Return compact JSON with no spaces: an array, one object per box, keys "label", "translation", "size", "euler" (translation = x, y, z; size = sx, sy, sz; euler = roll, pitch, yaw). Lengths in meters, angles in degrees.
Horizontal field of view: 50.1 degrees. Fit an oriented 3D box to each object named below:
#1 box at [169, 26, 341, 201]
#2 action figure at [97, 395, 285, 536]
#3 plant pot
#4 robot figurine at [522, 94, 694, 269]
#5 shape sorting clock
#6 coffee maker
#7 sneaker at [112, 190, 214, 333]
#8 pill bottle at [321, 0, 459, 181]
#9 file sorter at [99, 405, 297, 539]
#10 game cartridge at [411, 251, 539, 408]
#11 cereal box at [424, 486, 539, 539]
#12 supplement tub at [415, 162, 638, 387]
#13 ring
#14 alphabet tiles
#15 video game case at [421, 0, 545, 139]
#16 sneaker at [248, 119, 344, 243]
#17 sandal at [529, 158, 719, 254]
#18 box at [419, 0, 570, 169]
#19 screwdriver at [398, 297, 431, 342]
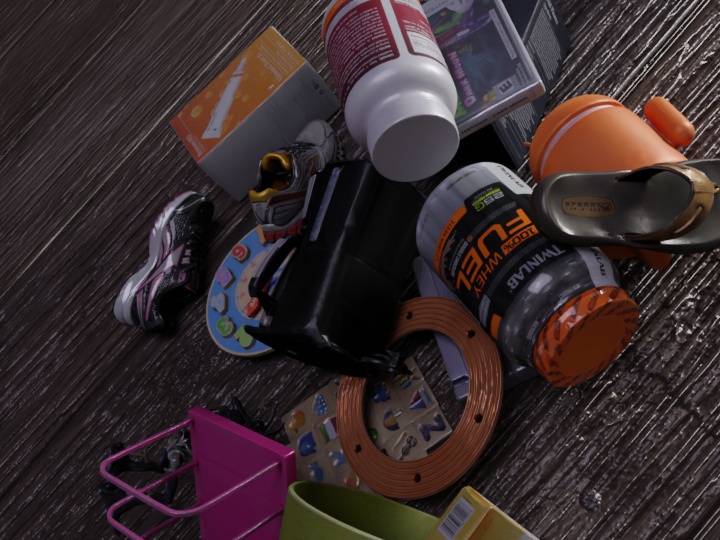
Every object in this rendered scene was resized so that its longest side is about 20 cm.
[{"label":"box","translation":[-0.147,-0.218,1.075],"size":[0.200,0.097,0.125],"euler":[-43,49,3]},{"label":"action figure","translation":[-0.174,0.208,0.833],"size":[0.198,0.103,0.119],"euler":[-17,41,-10]},{"label":"plant pot","translation":[-0.001,0.301,0.624],"size":[0.186,0.187,0.202],"euler":[13,82,37]},{"label":"robot figurine","translation":[0.241,-0.093,0.741],"size":[0.116,0.145,0.201],"euler":[-6,43,-26]},{"label":"shape sorting clock","translation":[-0.113,0.013,0.950],"size":[0.198,0.039,0.202],"euler":[-16,55,23]},{"label":"coffee maker","translation":[0.000,0.000,0.794],"size":[0.191,0.135,0.202],"euler":[13,73,25]},{"label":"sneaker","translation":[-0.240,-0.004,1.029],"size":[0.086,0.080,0.201],"euler":[21,83,27]},{"label":"pill bottle","translation":[0.031,-0.190,0.769],"size":[0.112,0.113,0.201],"euler":[-26,52,16]},{"label":"file sorter","translation":[-0.144,0.254,0.693],"size":[0.138,0.125,0.202],"euler":[13,112,39]},{"label":"game cartridge","translation":[0.130,0.027,0.792],"size":[0.129,0.038,0.201],"euler":[-25,52,12]},{"label":"cereal box","translation":[0.104,0.265,0.554],"size":[0.144,0.200,0.039],"euler":[-53,25,-6]},{"label":"supplement tub","translation":[0.146,0.001,0.696],"size":[0.122,0.123,0.200],"euler":[-41,49,3]},{"label":"ring","translation":[0.056,0.123,0.759],"size":[0.199,0.019,0.202],"euler":[-22,54,34]},{"label":"alphabet tiles","translation":[-0.006,0.183,0.799],"size":[0.199,0.006,0.167],"euler":[-36,50,8]},{"label":"video game case","translation":[0.085,-0.220,0.840],"size":[0.181,0.023,0.201],"euler":[-27,53,18]},{"label":"sneaker","translation":[-0.080,-0.130,0.975],"size":[0.077,0.082,0.201],"euler":[-4,44,26]},{"label":"sandal","translation":[0.237,-0.059,0.620],"size":[0.198,0.055,0.083],"euler":[1,73,-8]},{"label":"box","translation":[0.117,-0.231,0.911],"size":[0.199,0.104,0.183],"euler":[14,72,37]},{"label":"screwdriver","translation":[0.012,0.014,0.872],"size":[0.028,0.029,0.200],"euler":[-47,50,2]}]
